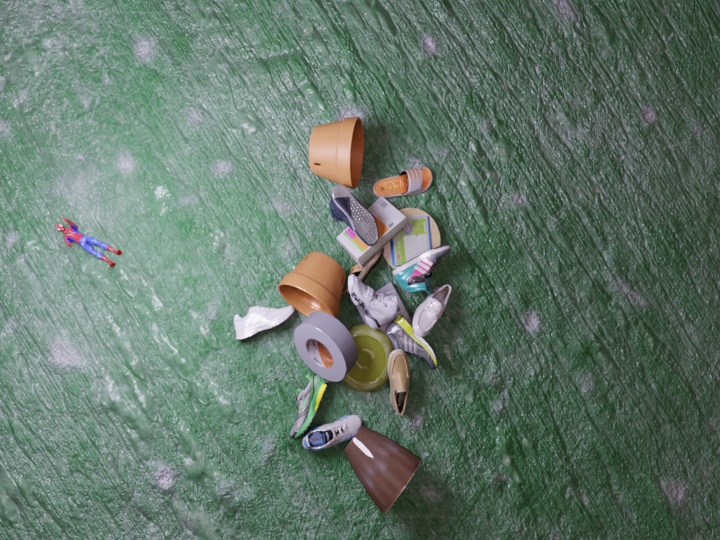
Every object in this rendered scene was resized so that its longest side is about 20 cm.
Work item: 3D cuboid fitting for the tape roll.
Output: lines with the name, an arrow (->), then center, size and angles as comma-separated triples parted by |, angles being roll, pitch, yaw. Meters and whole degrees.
tape roll -> -0.103, 0.223, 1.576 | 0.201, 0.200, 0.066 | 49, 50, 0

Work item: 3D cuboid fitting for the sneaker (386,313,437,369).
sneaker -> 0.157, 0.229, 1.646 | 0.081, 0.074, 0.200 | -43, 84, -1

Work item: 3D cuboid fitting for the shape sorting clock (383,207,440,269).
shape sorting clock -> 0.158, -0.094, 1.711 | 0.191, 0.039, 0.209 | 0, 92, -5

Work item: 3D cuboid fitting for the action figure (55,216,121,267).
action figure -> -0.809, -0.087, 1.571 | 0.195, 0.099, 0.067 | 29, 82, -1

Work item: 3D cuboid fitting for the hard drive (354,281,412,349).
hard drive -> 0.086, 0.160, 1.688 | 0.137, 0.033, 0.205 | -30, 90, -8

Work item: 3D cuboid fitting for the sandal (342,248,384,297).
sandal -> 0.000, 0.000, 1.669 | 0.053, 0.080, 0.202 | 37, 80, 7

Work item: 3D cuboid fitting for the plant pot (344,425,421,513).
plant pot -> 0.051, 0.568, 1.595 | 0.198, 0.187, 0.189 | 38, 82, 13

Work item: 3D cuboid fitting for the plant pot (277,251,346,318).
plant pot -> -0.130, 0.043, 1.603 | 0.196, 0.200, 0.143 | 31, 66, -3

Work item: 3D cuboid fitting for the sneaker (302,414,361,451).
sneaker -> -0.082, 0.492, 1.621 | 0.193, 0.072, 0.075 | -17, 87, -16

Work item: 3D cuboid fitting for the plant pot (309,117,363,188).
plant pot -> -0.074, -0.358, 1.631 | 0.134, 0.200, 0.209 | 5, 85, 11

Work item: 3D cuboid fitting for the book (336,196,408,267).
book -> 0.034, -0.126, 1.667 | 0.199, 0.048, 0.134 | -41, 53, -6

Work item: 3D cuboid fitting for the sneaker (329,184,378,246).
sneaker -> -0.022, -0.157, 1.642 | 0.076, 0.146, 0.205 | -35, 91, -13

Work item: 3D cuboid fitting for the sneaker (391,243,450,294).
sneaker -> 0.206, 0.009, 1.654 | 0.195, 0.084, 0.124 | -27, 88, 4

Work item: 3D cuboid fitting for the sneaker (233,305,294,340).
sneaker -> -0.293, 0.142, 1.627 | 0.193, 0.075, 0.090 | -20, 83, -8

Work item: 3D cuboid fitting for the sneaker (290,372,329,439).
sneaker -> -0.166, 0.408, 1.627 | 0.083, 0.078, 0.206 | 22, 75, 2

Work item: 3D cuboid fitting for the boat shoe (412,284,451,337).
boat shoe -> 0.222, 0.113, 1.646 | 0.070, 0.069, 0.202 | 39, 53, -6

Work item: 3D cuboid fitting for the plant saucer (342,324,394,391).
plant saucer -> 0.011, 0.272, 1.652 | 0.191, 0.031, 0.209 | 0, 92, 4

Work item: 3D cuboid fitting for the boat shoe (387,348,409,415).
boat shoe -> 0.121, 0.338, 1.618 | 0.069, 0.077, 0.208 | -8, 113, -5

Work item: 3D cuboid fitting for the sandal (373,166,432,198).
sandal -> 0.140, -0.276, 1.712 | 0.199, 0.059, 0.082 | -17, 88, -8

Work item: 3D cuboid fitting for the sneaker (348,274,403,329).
sneaker -> 0.045, 0.079, 1.591 | 0.112, 0.076, 0.203 | -22, 121, 17
